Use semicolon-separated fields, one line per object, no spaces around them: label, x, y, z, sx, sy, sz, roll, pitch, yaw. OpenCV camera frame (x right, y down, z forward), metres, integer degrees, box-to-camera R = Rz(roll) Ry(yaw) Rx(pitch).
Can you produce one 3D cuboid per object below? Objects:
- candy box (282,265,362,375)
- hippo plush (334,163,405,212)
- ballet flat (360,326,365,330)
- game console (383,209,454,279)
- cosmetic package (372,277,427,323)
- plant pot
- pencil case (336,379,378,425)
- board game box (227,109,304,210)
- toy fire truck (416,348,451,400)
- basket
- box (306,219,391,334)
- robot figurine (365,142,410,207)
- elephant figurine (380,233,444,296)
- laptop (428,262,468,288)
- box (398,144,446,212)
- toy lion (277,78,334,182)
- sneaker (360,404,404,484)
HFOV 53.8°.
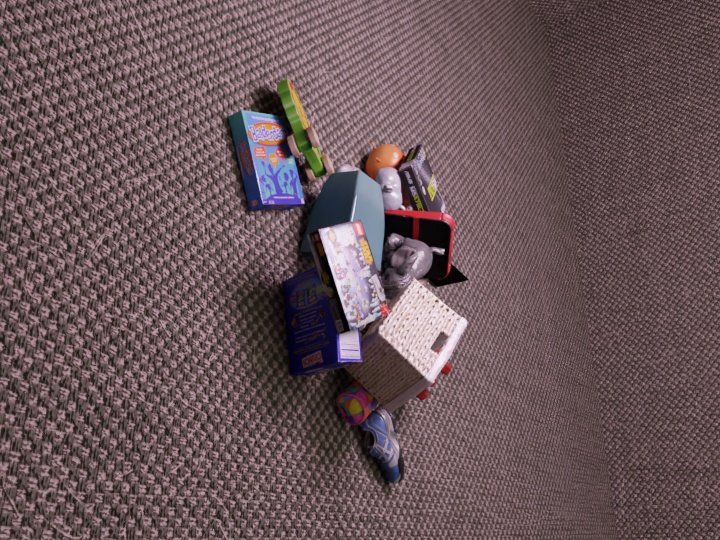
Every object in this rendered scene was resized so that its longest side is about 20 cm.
candy box;-0.081;0.103;1.464;0.076;0.167;0.206;8;71;-41
hippo plush;0.019;-0.190;1.749;0.159;0.158;0.204;42;44;-40
ballet flat;-0.022;0.109;1.534;0.070;0.200;0.074;8;68;-22
game console;0.142;-0.063;1.762;0.031;0.172;0.203;-73;167;-47
cosmetic package;0.101;0.086;1.779;0.200;0.085;0.106;-47;144;-62
plant pot;-0.028;-0.116;1.623;0.140;0.139;0.205;27;69;-49
pencil case;0.019;0.272;1.633;0.199;0.087;0.090;-36;107;-56
board game box;-0.201;-0.235;1.534;0.151;0.044;0.205;-10;85;-58
toy fire truck;0.125;0.212;1.774;0.167;0.112;0.200;42;6;-17
basket;0.094;0.164;1.548;0.160;0.200;0.199;40;51;-1
box;-0.021;0.009;1.406;0.136;0.039;0.205;-18;90;-50
robot figurine;0.089;-0.258;1.927;0.200;0.115;0.146;46;64;-37
elephant figurine;0.099;0.014;1.673;0.140;0.156;0.201;33;30;-11
laptop;0.179;-0.054;1.900;0.186;0.115;0.202;40;26;-24
box;0.165;-0.208;1.850;0.196;0.047;0.201;64;22;-17
toy lion;-0.135;-0.329;1.625;0.200;0.067;0.196;57;13;-65
sneaker;0.049;0.410;1.651;0.076;0.075;0.205;-22;108;-19
